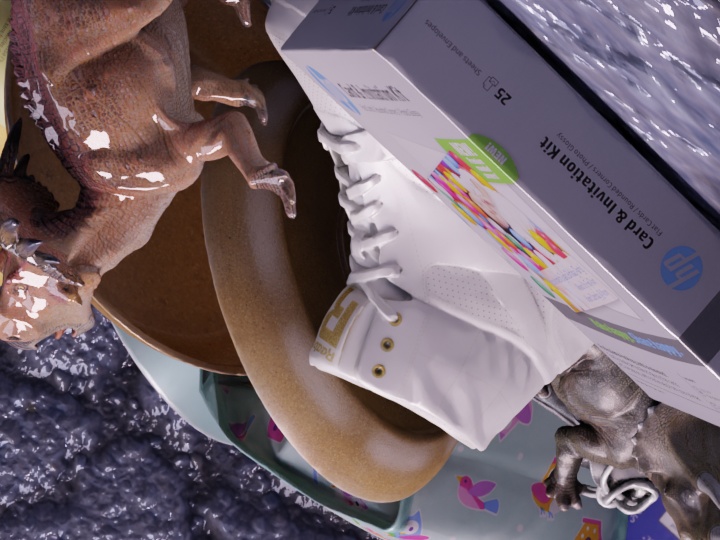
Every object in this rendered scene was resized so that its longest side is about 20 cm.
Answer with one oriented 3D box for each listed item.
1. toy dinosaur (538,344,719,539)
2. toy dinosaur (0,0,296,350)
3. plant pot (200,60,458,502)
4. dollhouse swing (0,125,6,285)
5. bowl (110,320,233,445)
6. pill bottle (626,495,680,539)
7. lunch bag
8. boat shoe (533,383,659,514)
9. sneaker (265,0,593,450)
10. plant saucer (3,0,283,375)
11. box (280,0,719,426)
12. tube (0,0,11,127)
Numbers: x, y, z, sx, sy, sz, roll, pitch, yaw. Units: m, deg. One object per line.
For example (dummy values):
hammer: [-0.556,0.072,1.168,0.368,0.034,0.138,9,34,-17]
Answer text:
toy dinosaur: [0.098,0.038,1.060,0.200,0.077,0.102,52,139,5]
toy dinosaur: [-0.102,-0.073,0.942,0.086,0.134,0.202,-165,66,-83]
plant pot: [0.000,0.000,1.075,0.200,0.027,0.201,39,-138,-46]
dollhouse swing: [-0.198,-0.117,1.242,0.200,0.175,0.182,47,-146,-23]
bowl: [-0.063,-0.012,1.408,0.201,0.105,0.202,49,-154,-34]
pill bottle: [0.121,0.184,1.369,0.120,0.200,0.120,40,175,4]
lunch bag: [0.029,0.081,1.300,0.170,0.123,0.199,18,178,-38]
boat shoe: [0.127,0.078,1.151,0.199,0.068,0.074,41,176,7]
sneaker: [0.011,-0.014,0.967,0.200,0.116,0.074,45,176,-20]
plant saucer: [-0.082,-0.045,1.070,0.200,0.201,0.035,43,135,-22]
box: [0.070,-0.023,0.855,0.200,0.041,0.156,44,175,-13]
tube: [-0.109,-0.062,1.115,0.200,0.058,0.052,37,-165,-17]
